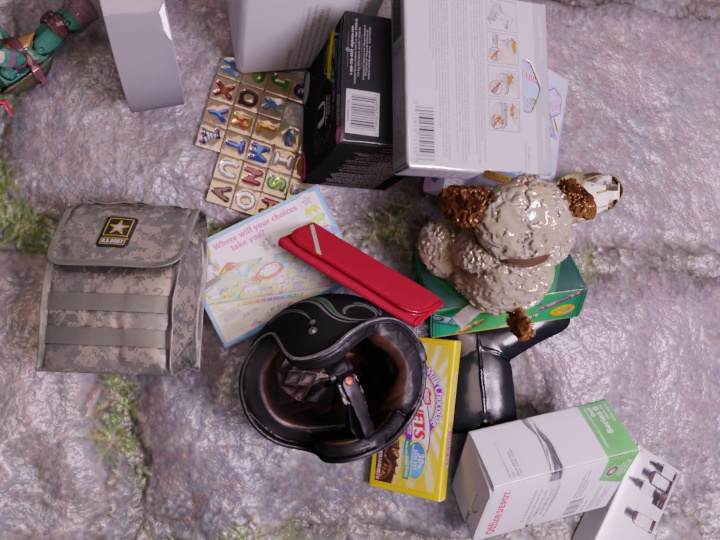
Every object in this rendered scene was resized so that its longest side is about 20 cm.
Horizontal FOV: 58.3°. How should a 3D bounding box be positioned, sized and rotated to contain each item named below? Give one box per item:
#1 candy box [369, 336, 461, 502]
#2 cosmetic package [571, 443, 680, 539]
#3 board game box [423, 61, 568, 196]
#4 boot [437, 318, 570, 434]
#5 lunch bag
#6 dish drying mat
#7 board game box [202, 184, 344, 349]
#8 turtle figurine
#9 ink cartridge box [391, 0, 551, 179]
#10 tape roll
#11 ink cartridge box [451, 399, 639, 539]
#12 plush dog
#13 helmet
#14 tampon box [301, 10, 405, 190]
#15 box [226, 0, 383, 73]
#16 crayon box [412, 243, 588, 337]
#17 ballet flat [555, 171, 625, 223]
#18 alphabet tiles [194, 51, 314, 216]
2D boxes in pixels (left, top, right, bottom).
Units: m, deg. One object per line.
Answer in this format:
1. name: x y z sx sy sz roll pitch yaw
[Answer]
1. candy box: 0.071 0.186 0.839 0.101 0.026 0.202 3 83 25
2. cosmetic package: 0.365 0.349 0.906 0.082 0.051 0.201 31 79 -7
3. board game box: 0.176 -0.174 0.812 0.199 0.041 0.202 13 85 -37
4. boot: 0.197 0.134 0.872 0.198 0.076 0.170 -4 82 -6
5. lunch bag: -0.268 0.016 0.745 0.162 0.118 0.202 2 85 5
6. dish drying mat: 0.000 0.000 0.766 0.199 0.077 0.018 30 121 21
7. board game box: -0.115 -0.006 0.834 0.199 0.034 0.135 -27 93 -12
8. turtle figurine: -0.411 -0.267 0.767 0.200 0.101 0.149 -42 54 -14
9. ink cartridge box: 0.120 -0.201 0.703 0.172 0.044 0.202 1 85 -20
10. tape roll: -0.257 -0.289 0.747 0.066 0.200 0.202 -13 88 -14
11. ink cartridge box: 0.230 0.256 0.829 0.198 0.147 0.084 -9 45 -13
12. plush dog: 0.171 -0.032 0.725 0.198 0.173 0.161 -5 48 -2
13. helmet: -0.038 0.121 0.767 0.199 0.190 0.202 -1 92 -39
14. tampon box: 0.008 -0.195 0.793 0.125 0.200 0.151 3 84 -18
15. box: -0.081 -0.380 0.793 0.170 0.199 0.202 -9 84 -13
16. crayon box: 0.176 0.012 0.844 0.198 0.059 0.119 -8 47 -3
17. ballet flat: 0.311 -0.100 0.875 0.199 0.070 0.071 -20 89 -52
18. alphabet tiles: -0.131 -0.173 0.864 0.166 0.008 0.202 16 81 -11
